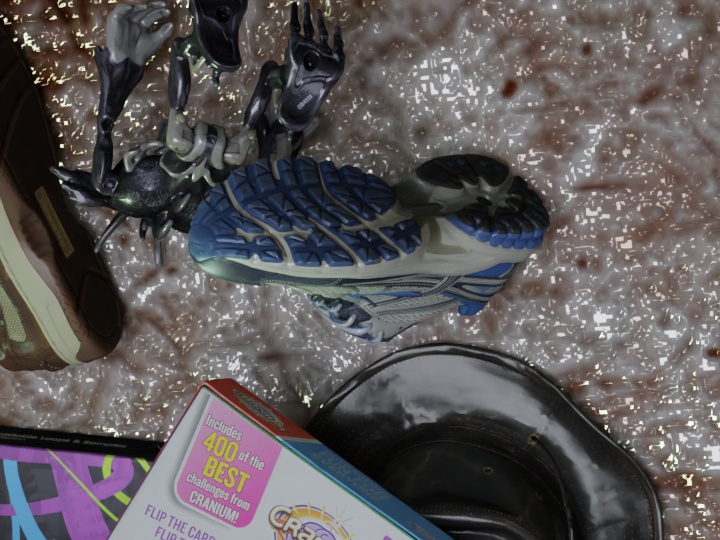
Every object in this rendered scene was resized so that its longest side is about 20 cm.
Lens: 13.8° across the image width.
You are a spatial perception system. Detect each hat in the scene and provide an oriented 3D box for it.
[{"bbox_3d":[0.048,0.141,1.488,0.200,0.081,0.201,4,104,16],"label":"hat"}]

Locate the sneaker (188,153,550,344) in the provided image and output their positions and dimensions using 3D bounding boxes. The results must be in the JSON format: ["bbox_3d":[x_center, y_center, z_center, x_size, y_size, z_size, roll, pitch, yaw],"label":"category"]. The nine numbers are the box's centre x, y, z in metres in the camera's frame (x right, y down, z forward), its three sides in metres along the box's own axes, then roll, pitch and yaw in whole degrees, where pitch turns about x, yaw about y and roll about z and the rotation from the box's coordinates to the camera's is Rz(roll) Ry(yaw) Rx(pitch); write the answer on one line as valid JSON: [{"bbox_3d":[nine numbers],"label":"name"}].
[{"bbox_3d":[0.000,0.000,1.425,0.077,0.200,0.085,54,131,37],"label":"sneaker"}]

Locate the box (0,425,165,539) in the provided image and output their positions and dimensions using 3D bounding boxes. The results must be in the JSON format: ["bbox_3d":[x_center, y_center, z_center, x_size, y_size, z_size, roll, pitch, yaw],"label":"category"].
[{"bbox_3d":[-0.165,0.157,1.576,0.199,0.036,0.143,5,104,16],"label":"box"}]

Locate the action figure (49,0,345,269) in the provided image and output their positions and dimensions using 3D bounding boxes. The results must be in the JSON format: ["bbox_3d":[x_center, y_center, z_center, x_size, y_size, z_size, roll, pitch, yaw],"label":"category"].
[{"bbox_3d":[-0.076,-0.077,1.465,0.119,0.102,0.200,22,148,-15],"label":"action figure"}]

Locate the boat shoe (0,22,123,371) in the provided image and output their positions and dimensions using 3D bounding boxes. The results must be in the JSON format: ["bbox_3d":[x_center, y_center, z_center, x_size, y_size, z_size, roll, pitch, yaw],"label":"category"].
[{"bbox_3d":[-0.195,-0.039,1.521,0.075,0.075,0.203,-17,98,24],"label":"boat shoe"}]

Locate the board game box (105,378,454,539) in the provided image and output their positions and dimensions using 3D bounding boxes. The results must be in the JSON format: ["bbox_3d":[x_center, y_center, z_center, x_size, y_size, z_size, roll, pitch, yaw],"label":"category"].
[{"bbox_3d":[-0.063,0.177,1.457,0.153,0.040,0.200,35,101,14],"label":"board game box"}]
